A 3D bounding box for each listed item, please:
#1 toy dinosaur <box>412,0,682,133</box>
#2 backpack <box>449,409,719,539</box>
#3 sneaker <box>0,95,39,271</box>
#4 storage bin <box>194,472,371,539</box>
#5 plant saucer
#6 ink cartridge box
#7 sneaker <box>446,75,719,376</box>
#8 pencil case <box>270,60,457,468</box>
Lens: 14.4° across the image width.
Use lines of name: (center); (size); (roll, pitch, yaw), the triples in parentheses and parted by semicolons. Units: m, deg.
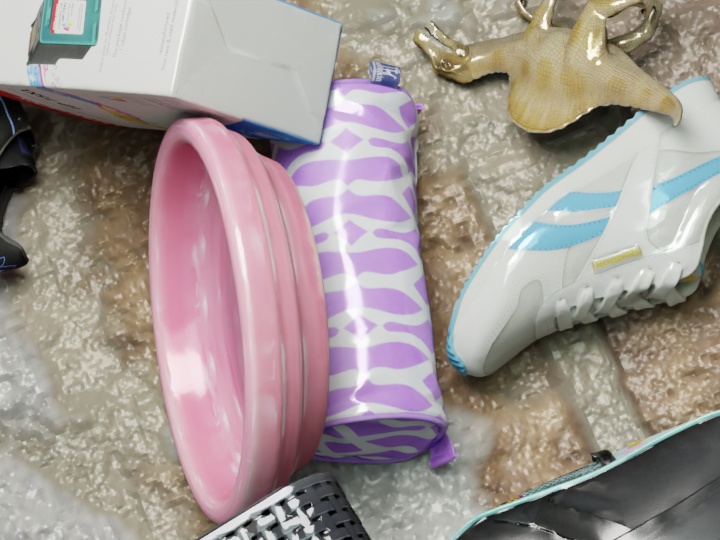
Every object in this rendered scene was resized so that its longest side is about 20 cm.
toy dinosaur: (0.121, -0.112, 1.487); (0.199, 0.058, 0.101); (18, 70, 44)
backpack: (0.160, 0.165, 1.348); (0.199, 0.153, 0.176); (-30, 70, 3)
sneaker: (-0.211, -0.091, 1.533); (0.077, 0.070, 0.201); (1, 77, 3)
storage bin: (-0.039, 0.187, 1.340); (0.135, 0.200, 0.094); (-31, 71, -4)
plant saucer: (-0.059, 0.024, 1.410); (0.050, 0.201, 0.202); (-6, 69, -16)
ink cartridge box: (-0.123, -0.114, 1.470); (0.199, 0.116, 0.068); (7, 84, 41)
sneaker: (0.128, -0.010, 1.455); (0.200, 0.077, 0.081); (-41, 73, -5)
pencil case: (0.000, 0.000, 1.468); (0.085, 0.084, 0.201); (12, 66, -36)
